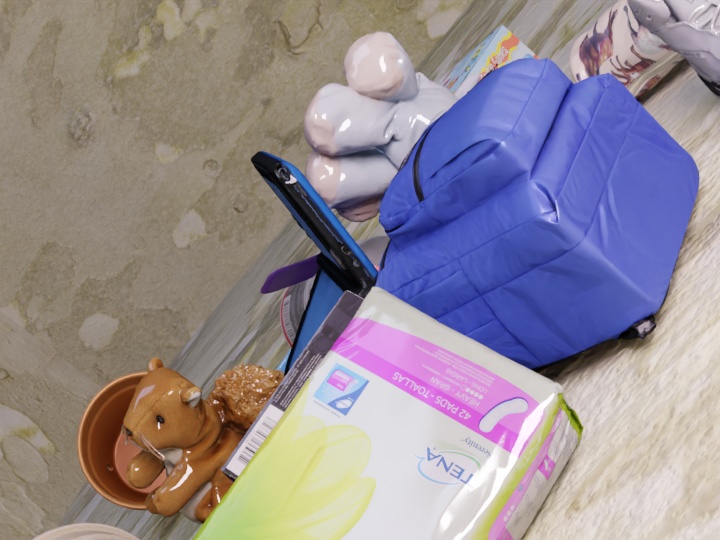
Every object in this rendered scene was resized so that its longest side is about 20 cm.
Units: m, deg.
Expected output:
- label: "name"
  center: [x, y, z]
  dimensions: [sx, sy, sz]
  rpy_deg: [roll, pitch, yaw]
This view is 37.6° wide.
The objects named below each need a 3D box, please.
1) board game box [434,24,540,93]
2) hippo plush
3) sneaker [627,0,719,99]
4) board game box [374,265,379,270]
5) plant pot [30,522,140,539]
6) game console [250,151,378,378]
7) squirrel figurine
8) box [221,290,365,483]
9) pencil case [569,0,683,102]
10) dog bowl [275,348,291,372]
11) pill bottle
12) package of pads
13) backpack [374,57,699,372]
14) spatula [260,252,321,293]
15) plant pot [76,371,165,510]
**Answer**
- label: "board game box"
  center: [0.142, -0.194, 1.292]
  dimensions: [0.105, 0.103, 0.200]
  rpy_deg: [-54, 9, -18]
- label: "hippo plush"
  center: [0.059, -0.081, 0.869]
  dimensions: [0.199, 0.161, 0.161]
  rpy_deg: [10, -65, -52]
- label: "sneaker"
  center: [0.235, -0.158, 0.670]
  dimensions: [0.075, 0.114, 0.200]
  rpy_deg: [-50, 10, 10]
- label: "board game box"
  center: [-0.019, 0.104, 0.911]
  dimensions: [0.153, 0.040, 0.203]
  rpy_deg: [129, 161, -79]
- label: "plant pot"
  center: [-0.197, 0.309, 0.875]
  dimensions: [0.182, 0.200, 0.202]
  rpy_deg: [-20, 31, 51]
- label: "game console"
  center: [-0.058, 0.010, 0.837]
  dimensions: [0.118, 0.171, 0.200]
  rpy_deg: [-40, 14, -3]
- label: "squirrel figurine"
  center: [-0.161, 0.167, 1.126]
  dimensions: [0.199, 0.189, 0.141]
  rpy_deg: [-34, 33, -21]
- label: "box"
  center: [-0.014, 0.122, 0.746]
  dimensions: [0.144, 0.036, 0.201]
  rpy_deg: [-55, -29, -18]
- label: "pencil case"
  center: [0.256, -0.207, 0.861]
  dimensions: [0.200, 0.077, 0.091]
  rpy_deg: [-42, 37, 50]
- label: "dog bowl"
  center: [-0.054, 0.103, 1.302]
  dimensions: [0.201, 0.049, 0.111]
  rpy_deg: [-55, 10, -12]
- label: "pill bottle"
  center: [-0.007, 0.033, 1.137]
  dimensions: [0.115, 0.113, 0.200]
  rpy_deg: [-56, 10, -23]
- label: "package of pads"
  center: [0.017, 0.127, 0.599]
  dimensions: [0.153, 0.068, 0.201]
  rpy_deg: [27, 74, 36]
- label: "backpack"
  center: [0.097, -0.028, 0.702]
  dimensions: [0.200, 0.168, 0.163]
  rpy_deg: [-38, 10, 48]
- label: "spatula"
  center: [0.000, 0.000, 0.997]
  dimensions: [0.057, 0.197, 0.021]
  rpy_deg: [127, 135, -57]
- label: "plant pot"
  center: [-0.322, 0.268, 1.614]
  dimensions: [0.201, 0.199, 0.140]
  rpy_deg: [-55, -6, -18]
